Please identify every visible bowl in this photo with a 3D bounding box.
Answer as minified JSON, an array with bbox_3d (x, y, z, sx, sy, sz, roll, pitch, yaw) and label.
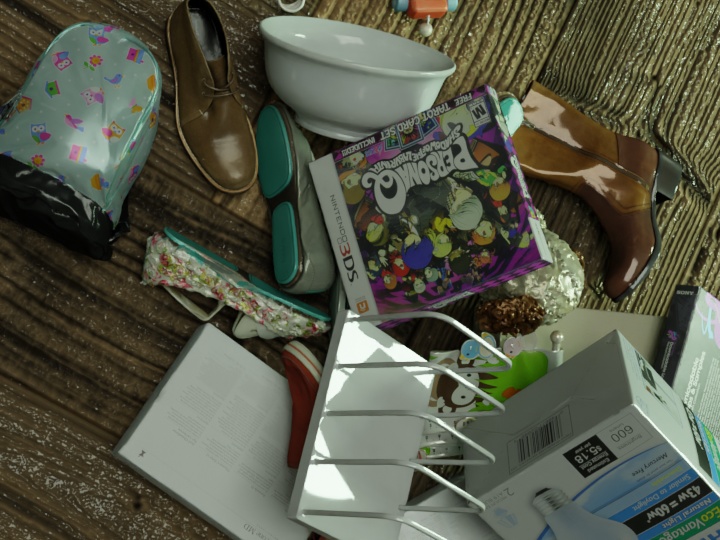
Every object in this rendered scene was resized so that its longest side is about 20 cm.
[{"bbox_3d":[-0.012,-0.184,1.457,0.200,0.201,0.091,7,111,-17],"label":"bowl"}]

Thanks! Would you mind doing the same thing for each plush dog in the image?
[{"bbox_3d":[0.147,-0.019,1.444,0.172,0.161,0.200,44,45,15],"label":"plush dog"}]

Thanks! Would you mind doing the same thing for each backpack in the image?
[{"bbox_3d":[-0.262,-0.131,1.383,0.166,0.127,0.201,28,72,-9],"label":"backpack"}]

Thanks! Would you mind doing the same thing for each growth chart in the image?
[{"bbox_3d":[0.112,0.132,1.473,0.199,0.018,0.145,-11,114,-6],"label":"growth chart"}]

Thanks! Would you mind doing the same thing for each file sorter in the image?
[{"bbox_3d":[0.045,0.150,1.319,0.139,0.124,0.201,35,59,-41],"label":"file sorter"}]

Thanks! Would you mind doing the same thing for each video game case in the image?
[{"bbox_3d":[0.063,-0.056,1.394,0.199,0.036,0.182,-22,74,21],"label":"video game case"}]

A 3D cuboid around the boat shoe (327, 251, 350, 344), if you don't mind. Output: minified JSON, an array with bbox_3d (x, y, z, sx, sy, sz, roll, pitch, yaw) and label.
[{"bbox_3d":[0.000,0.000,1.475,0.060,0.076,0.201,4,82,-11],"label":"boat shoe"}]

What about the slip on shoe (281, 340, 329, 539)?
[{"bbox_3d":[-0.041,0.164,1.376,0.061,0.074,0.201,-16,92,-17],"label":"slip on shoe"}]

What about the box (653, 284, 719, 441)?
[{"bbox_3d":[0.377,0.116,1.553,0.200,0.036,0.144,31,72,-44],"label":"box"}]

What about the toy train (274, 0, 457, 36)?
[{"bbox_3d":[0.008,-0.326,1.526,0.199,0.056,0.151,0,77,-18],"label":"toy train"}]

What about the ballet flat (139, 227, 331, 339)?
[{"bbox_3d":[-0.127,0.027,1.441,0.199,0.076,0.064,29,96,-5],"label":"ballet flat"}]

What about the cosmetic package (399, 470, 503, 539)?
[{"bbox_3d":[0.062,0.313,1.464,0.199,0.052,0.151,-26,89,-19],"label":"cosmetic package"}]

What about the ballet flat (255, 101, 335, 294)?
[{"bbox_3d":[-0.062,-0.071,1.469,0.064,0.067,0.201,5,69,-37],"label":"ballet flat"}]

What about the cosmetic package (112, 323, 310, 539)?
[{"bbox_3d":[-0.115,0.171,1.419,0.200,0.052,0.151,37,71,-10],"label":"cosmetic package"}]

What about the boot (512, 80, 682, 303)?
[{"bbox_3d":[0.234,-0.084,1.565,0.199,0.068,0.189,26,76,-12],"label":"boot"}]

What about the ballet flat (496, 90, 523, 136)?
[{"bbox_3d":[0.088,-0.117,1.525,0.200,0.065,0.071,-40,120,-23],"label":"ballet flat"}]

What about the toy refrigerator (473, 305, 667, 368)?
[{"bbox_3d":[0.224,0.072,1.537,0.199,0.076,0.070,6,81,-16],"label":"toy refrigerator"}]

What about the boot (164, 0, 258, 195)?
[{"bbox_3d":[-0.147,-0.174,1.450,0.073,0.075,0.201,-16,88,-19],"label":"boot"}]

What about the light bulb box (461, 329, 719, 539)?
[{"bbox_3d":[0.236,0.202,1.426,0.198,0.125,0.200,-36,115,22],"label":"light bulb box"}]
